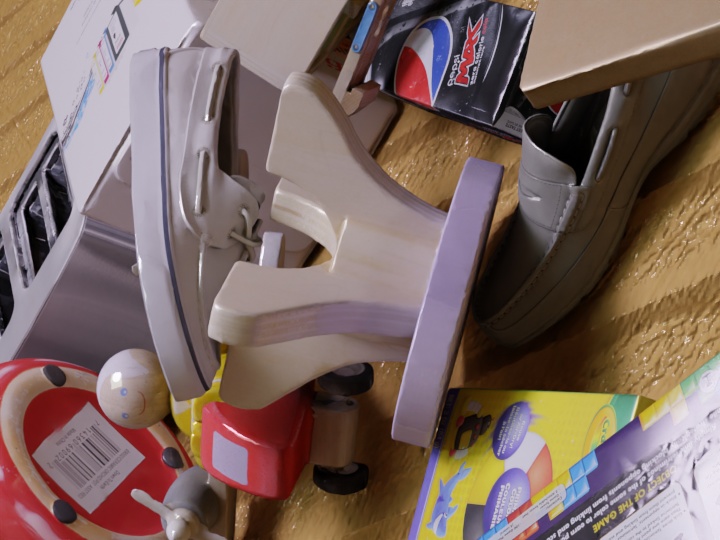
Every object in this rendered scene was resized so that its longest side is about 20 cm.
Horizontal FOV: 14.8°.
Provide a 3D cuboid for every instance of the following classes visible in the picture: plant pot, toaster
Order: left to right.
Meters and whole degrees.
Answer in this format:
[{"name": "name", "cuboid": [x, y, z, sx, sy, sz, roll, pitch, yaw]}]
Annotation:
[{"name": "plant pot", "cuboid": [-0.197, 0.170, 1.644, 0.183, 0.200, 0.201, -46, 34, 30]}, {"name": "toaster", "cuboid": [-0.172, 0.015, 1.777, 0.181, 0.118, 0.200, -58, 28, 24]}]

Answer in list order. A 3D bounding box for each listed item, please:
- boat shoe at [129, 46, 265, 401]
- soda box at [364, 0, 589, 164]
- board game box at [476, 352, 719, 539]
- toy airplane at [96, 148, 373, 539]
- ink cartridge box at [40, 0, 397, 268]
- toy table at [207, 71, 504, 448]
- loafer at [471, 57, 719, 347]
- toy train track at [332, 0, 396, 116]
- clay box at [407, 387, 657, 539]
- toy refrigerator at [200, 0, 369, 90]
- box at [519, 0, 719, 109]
[{"name": "boat shoe", "cuboid": [-0.081, -0.029, 1.449, 0.072, 0.065, 0.201, 73, -170, -59]}, {"name": "soda box", "cuboid": [0.065, -0.109, 1.474, 0.200, 0.070, 0.064, 25, 95, 65]}, {"name": "board game box", "cuboid": [0.141, 0.136, 1.114, 0.200, 0.057, 0.166, -40, 45, 30]}, {"name": "toy airplane", "cuboid": [-0.080, 0.055, 1.553, 0.199, 0.140, 0.201, 118, 146, -67]}, {"name": "ink cartridge box", "cuboid": [-0.091, -0.114, 1.694, 0.145, 0.147, 0.200, -58, 28, 22]}, {"name": "toy table", "cuboid": [0.000, 0.000, 1.388, 0.200, 0.116, 0.185, -60, -15, -73]}, {"name": "loafer", "cuboid": [0.104, -0.052, 1.356, 0.201, 0.070, 0.070, -60, 28, 20]}, {"name": "toy train track", "cuboid": [0.033, -0.163, 1.441, 0.115, 0.032, 0.201, -33, -30, -60]}, {"name": "clay box", "cuboid": [0.092, 0.115, 1.284, 0.200, 0.047, 0.116, -4, 68, 63]}, {"name": "toy refrigerator", "cuboid": [-0.023, -0.170, 1.606, 0.076, 0.070, 0.200, -58, -1, 21]}, {"name": "box", "cuboid": [0.172, -0.155, 1.211, 0.199, 0.021, 0.164, -14, 40, 31]}]
